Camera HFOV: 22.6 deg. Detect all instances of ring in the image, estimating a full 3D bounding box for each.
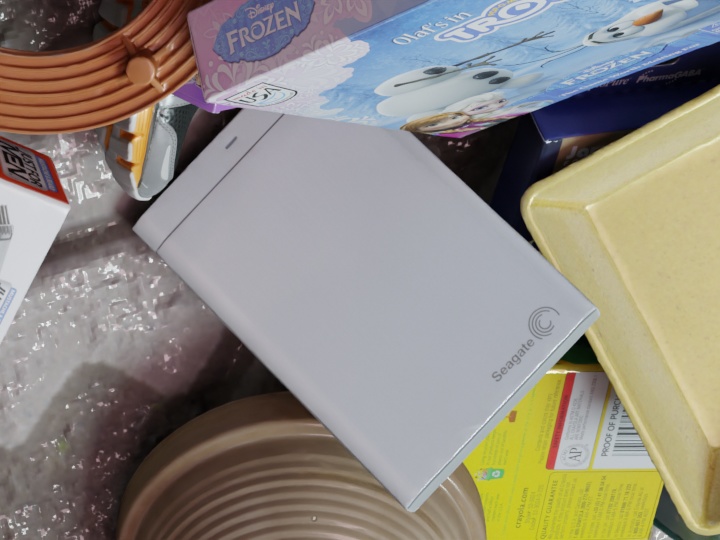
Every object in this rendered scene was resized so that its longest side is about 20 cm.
[{"bbox_3d":[-0.135,-0.150,0.729,0.198,0.019,0.202,0,112,0],"label":"ring"}]

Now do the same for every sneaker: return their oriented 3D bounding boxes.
[{"bbox_3d":[-0.077,-0.129,0.853,0.077,0.078,0.202,6,107,-30],"label":"sneaker"}]

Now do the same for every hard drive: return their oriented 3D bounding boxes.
[{"bbox_3d":[0.000,0.000,0.885,0.132,0.200,0.027,-46,164,-1],"label":"hard drive"}]

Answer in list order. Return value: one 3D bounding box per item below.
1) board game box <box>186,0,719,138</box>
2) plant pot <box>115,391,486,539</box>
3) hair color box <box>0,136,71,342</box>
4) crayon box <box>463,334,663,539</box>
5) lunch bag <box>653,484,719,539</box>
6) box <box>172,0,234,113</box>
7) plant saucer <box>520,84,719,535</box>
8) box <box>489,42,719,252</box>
[{"bbox_3d":[0.067,-0.110,0.747,0.198,0.199,0.044,3,72,-54],"label":"board game box"},{"bbox_3d":[-0.031,0.169,0.941,0.199,0.093,0.202,-1,125,-1],"label":"plant pot"},{"bbox_3d":[-0.236,-0.026,0.750,0.199,0.064,0.111,23,106,-26],"label":"hair color box"},{"bbox_3d":[0.071,0.088,0.987,0.198,0.051,0.128,1,124,-12],"label":"crayon box"},{"bbox_3d":[0.227,0.068,1.009,0.076,0.160,0.202,5,109,-28],"label":"lunch bag"},{"bbox_3d":[-0.018,-0.176,0.801,0.137,0.039,0.201,-21,133,-58],"label":"box"},{"bbox_3d":[0.208,0.000,0.893,0.199,0.048,0.201,-28,99,8],"label":"plant saucer"},{"bbox_3d":[0.127,-0.040,0.943,0.120,0.033,0.201,-9,143,-19],"label":"box"}]
